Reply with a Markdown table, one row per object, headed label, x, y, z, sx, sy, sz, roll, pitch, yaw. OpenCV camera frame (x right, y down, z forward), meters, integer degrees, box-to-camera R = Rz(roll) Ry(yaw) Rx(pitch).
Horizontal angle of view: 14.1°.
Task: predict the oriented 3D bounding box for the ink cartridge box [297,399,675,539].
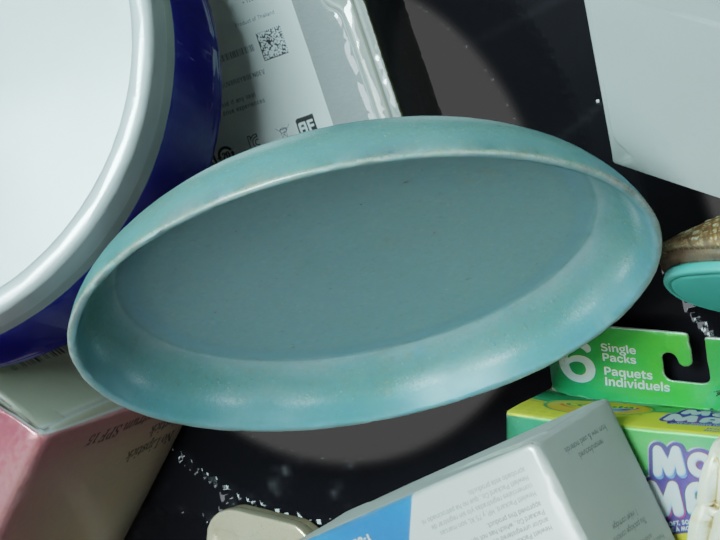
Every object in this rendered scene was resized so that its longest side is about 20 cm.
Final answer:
| label | x | y | z | sx | sy | sz | roll | pitch | yaw |
| --- | --- | --- | --- | --- | --- | --- | --- | --- | --- |
| ink cartridge box | 0.071 | 0.161 | 1.020 | 0.116 | 0.067 | 0.200 | -26 | 89 | 30 |

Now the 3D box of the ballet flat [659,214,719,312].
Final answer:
| label | x | y | z | sx | sy | sz | roll | pitch | yaw |
| --- | --- | --- | --- | --- | --- | --- | --- | --- | --- |
| ballet flat | 0.201 | -0.010 | 0.984 | 0.200 | 0.071 | 0.065 | 8 | 76 | 22 |

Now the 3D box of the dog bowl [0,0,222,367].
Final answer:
| label | x | y | z | sx | sy | sz | roll | pitch | yaw |
| --- | --- | --- | --- | --- | --- | --- | --- | --- | --- |
| dog bowl | -0.153 | -0.065 | 1.024 | 0.200 | 0.079 | 0.200 | -3 | 81 | 17 |

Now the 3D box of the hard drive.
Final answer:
| label | x | y | z | sx | sy | sz | roll | pitch | yaw |
| --- | --- | --- | --- | --- | --- | --- | --- | --- | --- |
| hard drive | -0.049 | -0.081 | 1.100 | 0.140 | 0.038 | 0.200 | -17 | 92 | 28 |

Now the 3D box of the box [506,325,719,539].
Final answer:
| label | x | y | z | sx | sy | sz | roll | pitch | yaw |
| --- | --- | --- | --- | --- | --- | --- | --- | --- | --- |
| box | 0.114 | 0.121 | 1.055 | 0.117 | 0.048 | 0.200 | 4 | 100 | 26 |

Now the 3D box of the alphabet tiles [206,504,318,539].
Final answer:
| label | x | y | z | sx | sy | sz | roll | pitch | yaw |
| --- | --- | --- | --- | --- | --- | --- | --- | --- | --- |
| alphabet tiles | -0.022 | 0.196 | 1.155 | 0.195 | 0.015 | 0.200 | 12 | 105 | 27 |

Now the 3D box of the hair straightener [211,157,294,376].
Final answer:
| label | x | y | z | sx | sy | sz | roll | pitch | yaw |
| --- | --- | --- | --- | --- | --- | --- | --- | --- | --- |
| hair straightener | -0.081 | -0.027 | 1.089 | 0.077 | 0.041 | 0.200 | -28 | 92 | 28 |

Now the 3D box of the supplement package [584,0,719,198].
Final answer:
| label | x | y | z | sx | sy | sz | roll | pitch | yaw |
| --- | --- | --- | --- | --- | --- | --- | --- | --- | --- |
| supplement package | 0.181 | -0.089 | 0.898 | 0.200 | 0.111 | 0.156 | 19 | 152 | 23 |

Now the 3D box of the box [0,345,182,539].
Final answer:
| label | x | y | z | sx | sy | sz | roll | pitch | yaw |
| --- | --- | --- | --- | --- | --- | --- | --- | --- | --- |
| box | -0.168 | 0.101 | 1.143 | 0.109 | 0.128 | 0.200 | 34 | 113 | 17 |

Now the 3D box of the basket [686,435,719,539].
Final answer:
| label | x | y | z | sx | sy | sz | roll | pitch | yaw |
| --- | --- | --- | --- | --- | --- | --- | --- | --- | --- |
| basket | 0.191 | 0.108 | 0.932 | 0.123 | 0.200 | 0.136 | 18 | 107 | 29 |

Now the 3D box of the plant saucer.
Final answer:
| label | x | y | z | sx | sy | sz | roll | pitch | yaw |
| --- | --- | --- | --- | --- | --- | --- | --- | --- | --- |
| plant saucer | 0.000 | 0.000 | 0.978 | 0.200 | 0.200 | 0.027 | -27 | 60 | 28 |
